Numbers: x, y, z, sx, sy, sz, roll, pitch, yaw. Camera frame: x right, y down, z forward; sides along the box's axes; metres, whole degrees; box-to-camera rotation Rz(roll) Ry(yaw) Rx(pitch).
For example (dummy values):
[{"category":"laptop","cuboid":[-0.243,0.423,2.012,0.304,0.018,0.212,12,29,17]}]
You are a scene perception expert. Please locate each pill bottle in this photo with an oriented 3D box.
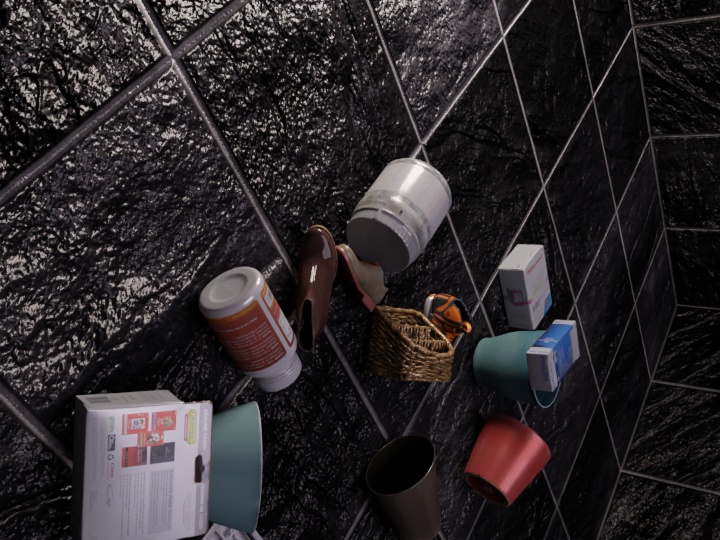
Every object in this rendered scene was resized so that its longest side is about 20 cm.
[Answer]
[{"category":"pill bottle","cuboid":[-0.173,0.102,1.196,0.112,0.112,0.200,-53,133,-35]}]

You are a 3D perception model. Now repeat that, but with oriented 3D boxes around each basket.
[{"category":"basket","cuboid":[0.120,0.159,1.571,0.200,0.143,0.149,14,84,-53]},{"category":"basket","cuboid":[0.108,0.496,1.612,0.180,0.136,0.200,-42,130,-37]}]

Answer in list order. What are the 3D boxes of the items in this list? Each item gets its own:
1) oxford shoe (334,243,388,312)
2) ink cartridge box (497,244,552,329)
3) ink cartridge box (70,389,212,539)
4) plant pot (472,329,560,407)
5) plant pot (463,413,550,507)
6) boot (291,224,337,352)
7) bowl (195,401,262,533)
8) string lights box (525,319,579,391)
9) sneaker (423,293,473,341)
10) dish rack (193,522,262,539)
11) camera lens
[{"category":"oxford shoe","cuboid":[0.000,0.000,1.431,0.075,0.070,0.200,-43,145,-11]},{"category":"ink cartridge box","cuboid":[0.470,0.044,2.073,0.145,0.085,0.200,-42,128,-43]},{"category":"ink cartridge box","cuboid":[-0.305,0.276,1.021,0.175,0.084,0.201,2,93,-32]},{"category":"plant pot","cuboid":[0.409,0.250,1.928,0.200,0.188,0.201,-3,94,-53]},{"category":"plant pot","cuboid":[0.378,0.512,1.935,0.177,0.200,0.201,-50,132,-26]},{"category":"boot","cuboid":[-0.080,0.029,1.286,0.166,0.072,0.200,-93,-173,-78]},{"category":"bowl","cuboid":[-0.216,0.302,1.125,0.105,0.201,0.201,4,91,-16]},{"category":"string lights box","cuboid":[0.484,0.210,1.820,0.200,0.059,0.103,-31,115,-49]},{"category":"sneaker","cuboid":[0.200,0.157,1.702,0.078,0.112,0.201,0,95,-53]},{"category":"dish rack","cuboid":[-0.235,0.505,1.222,0.172,0.043,0.200,-53,133,-36]},{"category":"camera lens","cuboid":[0.080,-0.115,1.468,0.200,0.160,0.160,-55,134,-33]}]
